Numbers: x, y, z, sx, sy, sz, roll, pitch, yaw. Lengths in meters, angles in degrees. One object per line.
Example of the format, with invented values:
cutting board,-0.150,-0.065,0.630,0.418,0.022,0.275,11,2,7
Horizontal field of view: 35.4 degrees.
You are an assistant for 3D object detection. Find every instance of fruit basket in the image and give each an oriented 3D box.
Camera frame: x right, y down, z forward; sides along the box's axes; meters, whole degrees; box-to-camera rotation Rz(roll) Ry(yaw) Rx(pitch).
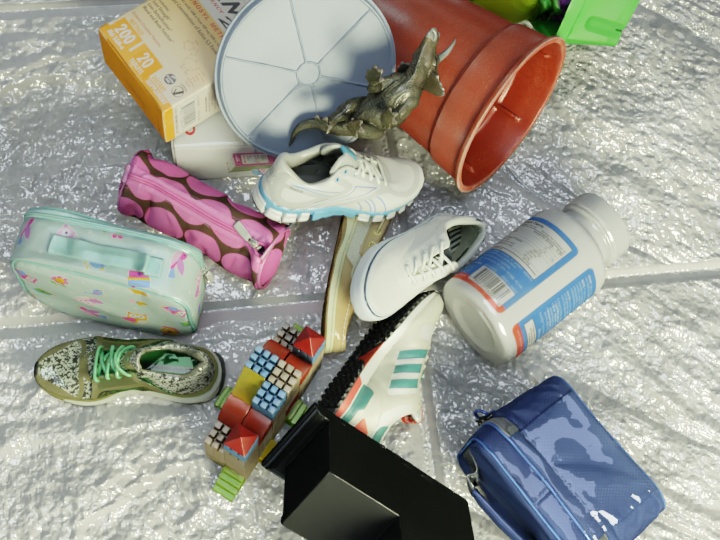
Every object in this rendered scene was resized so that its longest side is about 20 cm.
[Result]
fruit basket,0.211,-0.355,1.334,0.214,0.156,0.216,19,29,-11

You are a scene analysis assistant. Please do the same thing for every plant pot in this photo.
plant pot,0.096,-0.226,1.287,0.195,0.201,0.201,37,70,17

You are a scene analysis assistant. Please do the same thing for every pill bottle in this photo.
pill bottle,0.198,0.003,1.242,0.200,0.112,0.112,-35,76,-17

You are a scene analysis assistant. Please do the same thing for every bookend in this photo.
bookend,0.009,0.256,1.045,0.198,0.200,0.092,35,111,-18

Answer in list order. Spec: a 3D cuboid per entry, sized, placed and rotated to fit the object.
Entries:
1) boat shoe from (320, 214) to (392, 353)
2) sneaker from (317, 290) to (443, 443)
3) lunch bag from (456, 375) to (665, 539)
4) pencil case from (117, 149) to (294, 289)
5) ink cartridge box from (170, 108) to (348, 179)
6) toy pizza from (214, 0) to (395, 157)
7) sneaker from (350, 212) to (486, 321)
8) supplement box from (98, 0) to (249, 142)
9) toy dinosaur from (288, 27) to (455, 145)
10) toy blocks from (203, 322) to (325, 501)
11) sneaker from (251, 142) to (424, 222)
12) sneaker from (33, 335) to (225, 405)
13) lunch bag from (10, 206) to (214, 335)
boat shoe,0.000,0.000,1.243,0.066,0.074,0.201,13,68,-2
sneaker,0.039,0.113,1.218,0.093,0.070,0.200,47,62,-15
lunch bag,0.188,0.214,1.147,0.132,0.136,0.200,-37,76,-18
pencil case,-0.174,-0.060,1.236,0.199,0.094,0.091,26,96,6
ink cartridge box,-0.121,-0.190,1.299,0.199,0.085,0.145,-3,69,-8
toy pizza,-0.059,-0.214,1.198,0.199,0.201,0.032,-16,34,-11
sneaker,0.064,-0.013,1.214,0.200,0.071,0.073,-42,113,-42
supplement box,-0.166,-0.250,1.233,0.200,0.074,0.126,-35,76,-17
toy dinosaur,0.016,-0.166,1.181,0.200,0.102,0.077,-37,79,27
toy blocks,-0.096,0.126,1.152,0.100,0.137,0.200,31,69,7
sneaker,-0.012,-0.101,1.208,0.199,0.087,0.075,-9,62,-28
sneaker,-0.241,0.094,1.176,0.199,0.089,0.077,-1,69,-5
lunch bag,-0.253,0.001,1.172,0.199,0.161,0.078,12,69,0
